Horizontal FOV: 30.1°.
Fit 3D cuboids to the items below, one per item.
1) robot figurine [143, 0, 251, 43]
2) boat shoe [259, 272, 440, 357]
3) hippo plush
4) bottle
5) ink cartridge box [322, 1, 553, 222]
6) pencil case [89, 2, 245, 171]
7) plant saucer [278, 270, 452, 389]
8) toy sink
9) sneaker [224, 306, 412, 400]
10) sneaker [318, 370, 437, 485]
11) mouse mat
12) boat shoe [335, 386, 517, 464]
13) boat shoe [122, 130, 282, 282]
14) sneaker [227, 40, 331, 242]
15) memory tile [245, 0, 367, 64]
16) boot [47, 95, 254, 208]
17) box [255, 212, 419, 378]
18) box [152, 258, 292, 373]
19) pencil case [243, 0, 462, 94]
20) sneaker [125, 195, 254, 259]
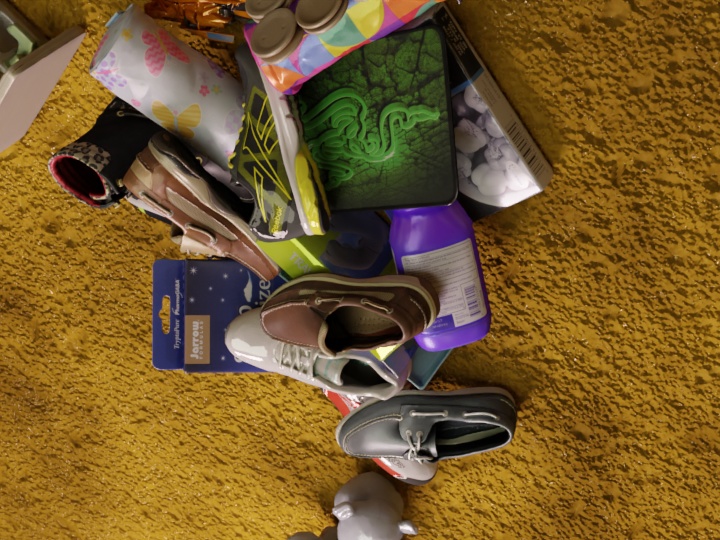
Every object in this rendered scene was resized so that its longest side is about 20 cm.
[{"bbox_3d":[-0.118,-0.276,1.294,0.198,0.058,0.146,13,129,22],"label":"robot figurine"},{"bbox_3d":[-0.025,0.046,1.283,0.201,0.075,0.075,-10,116,36],"label":"boat shoe"},{"bbox_3d":[-0.019,0.326,1.572,0.158,0.201,0.162,8,119,-2],"label":"hippo plush"},{"bbox_3d":[0.070,-0.025,1.288,0.083,0.065,0.202,-15,110,-1],"label":"bottle"},{"bbox_3d":[0.055,-0.130,1.305,0.199,0.043,0.199,-25,107,40],"label":"ink cartridge box"},{"bbox_3d":[-0.171,-0.180,1.335,0.199,0.091,0.083,33,139,-20],"label":"pencil case"},{"bbox_3d":[0.008,0.039,1.428,0.200,0.070,0.019,39,169,-5],"label":"plant saucer"},{"bbox_3d":[-0.411,-0.214,1.459,0.112,0.130,0.200,43,133,-3],"label":"toy sink"},{"bbox_3d":[-0.044,0.085,1.380,0.198,0.080,0.071,12,105,2],"label":"sneaker"},{"bbox_3d":[0.037,0.146,1.486,0.202,0.067,0.108,49,134,-4],"label":"sneaker"},{"bbox_3d":[0.011,-0.136,1.251,0.199,0.007,0.163,-2,95,46],"label":"mouse mat"},{"bbox_3d":[0.071,0.172,1.435,0.198,0.062,0.073,-9,121,3],"label":"boat shoe"},{"bbox_3d":[-0.161,-0.054,1.355,0.074,0.076,0.200,-41,122,5],"label":"boat shoe"},{"bbox_3d":[-0.094,-0.121,1.280,0.084,0.074,0.202,-19,82,7],"label":"sneaker"},{"bbox_3d":[-0.019,-0.275,1.162,0.199,0.154,0.017,-29,139,21],"label":"memory tile"},{"bbox_3d":[-0.209,-0.102,1.401,0.202,0.154,0.074,30,131,9],"label":"boot"},{"bbox_3d":[0.000,0.000,1.371,0.200,0.122,0.048,44,130,-3],"label":"box"},{"bbox_3d":[-0.123,0.048,1.432,0.198,0.032,0.122,0,91,-9],"label":"box"},{"bbox_3d":[-0.007,-0.236,1.202,0.199,0.089,0.089,-26,107,21],"label":"pencil case"},{"bbox_3d":[-0.177,-0.047,1.476,0.199,0.072,0.083,23,131,15],"label":"sneaker"}]
